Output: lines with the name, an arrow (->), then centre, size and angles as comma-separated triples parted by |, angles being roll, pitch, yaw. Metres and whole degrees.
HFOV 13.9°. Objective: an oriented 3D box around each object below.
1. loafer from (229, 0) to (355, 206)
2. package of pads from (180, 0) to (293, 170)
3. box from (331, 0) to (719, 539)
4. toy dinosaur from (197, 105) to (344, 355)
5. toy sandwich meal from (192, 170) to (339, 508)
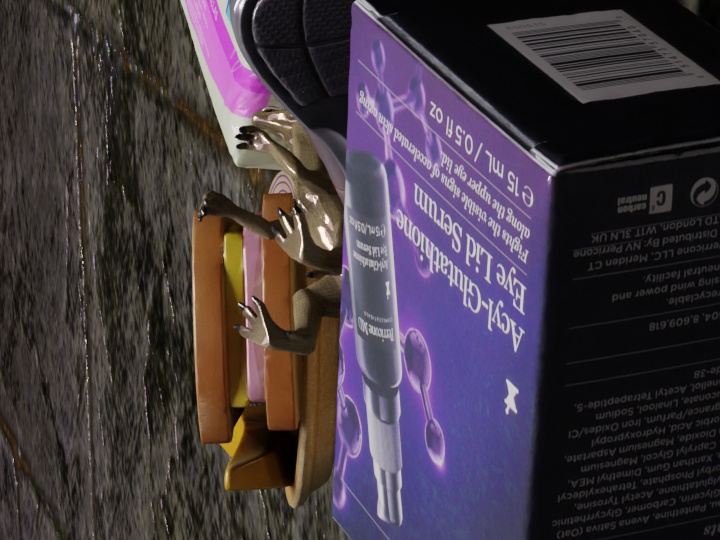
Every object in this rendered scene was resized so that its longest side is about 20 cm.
loafer -> 0.012, -0.056, 1.130 | 0.200, 0.072, 0.063 | 56, -172, -35
package of pads -> -0.026, -0.168, 1.312 | 0.155, 0.068, 0.200 | -108, 27, -50
box -> 0.067, 0.023, 0.941 | 0.148, 0.104, 0.200 | -135, 42, -56
toy dinosaur -> 0.000, 0.000, 1.183 | 0.058, 0.101, 0.200 | -47, 61, 37
toy sandwich meal -> -0.051, 0.026, 1.446 | 0.205, 0.070, 0.206 | 180, 90, -84
